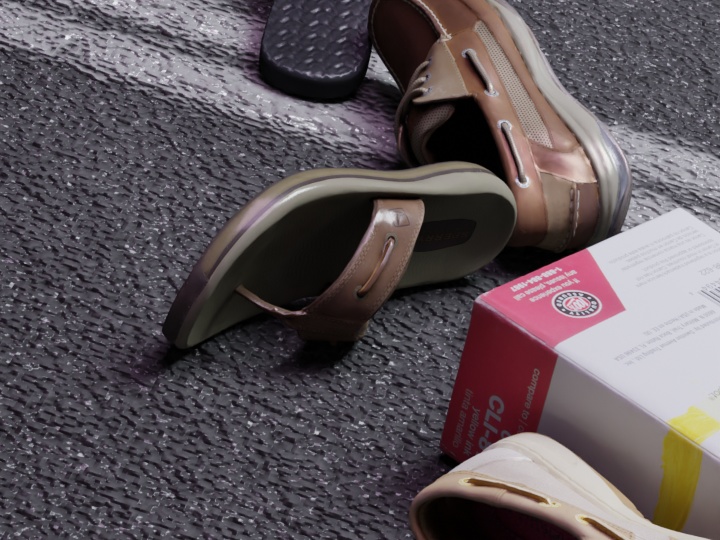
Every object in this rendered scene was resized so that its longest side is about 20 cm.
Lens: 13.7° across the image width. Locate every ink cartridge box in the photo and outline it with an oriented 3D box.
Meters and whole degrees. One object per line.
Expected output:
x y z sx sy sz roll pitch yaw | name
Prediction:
0.155 0.072 1.227 0.200 0.084 0.145 34 36 31 | ink cartridge box

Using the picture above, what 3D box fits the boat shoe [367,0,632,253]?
0.052 -0.079 1.447 0.071 0.076 0.200 -12 40 -28 | boat shoe

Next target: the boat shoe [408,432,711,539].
0.095 0.130 1.124 0.069 0.074 0.200 -16 32 -37 | boat shoe

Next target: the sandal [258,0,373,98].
-0.013 -0.148 1.577 0.075 0.045 0.200 11 44 6 | sandal

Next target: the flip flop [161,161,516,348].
0.000 0.000 1.303 0.199 0.081 0.058 -9 51 -43 | flip flop
